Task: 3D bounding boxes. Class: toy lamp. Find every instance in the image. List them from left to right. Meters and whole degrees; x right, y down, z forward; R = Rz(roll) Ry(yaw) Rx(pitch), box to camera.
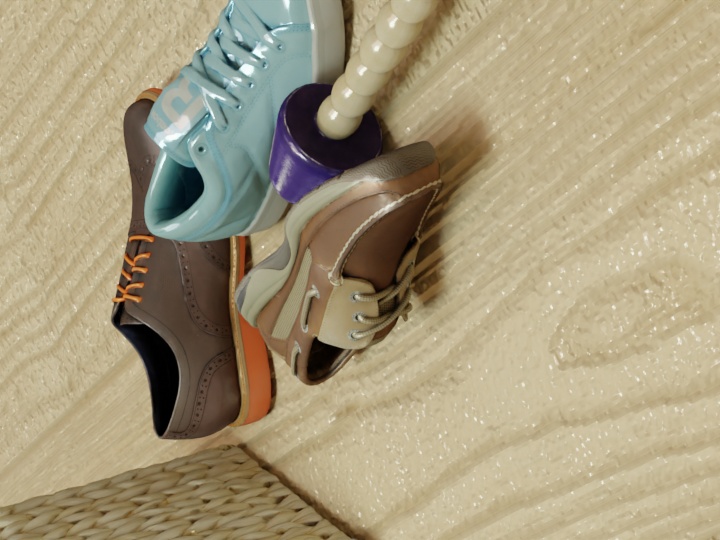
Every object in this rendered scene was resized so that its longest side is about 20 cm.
[{"bbox_3d":[0.007,-0.098,0.967,0.059,0.058,0.200,61,143,17],"label":"toy lamp"}]

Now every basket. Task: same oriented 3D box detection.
[{"bbox_3d":[-0.112,0.228,1.169,0.161,0.198,0.200,40,135,47],"label":"basket"}]

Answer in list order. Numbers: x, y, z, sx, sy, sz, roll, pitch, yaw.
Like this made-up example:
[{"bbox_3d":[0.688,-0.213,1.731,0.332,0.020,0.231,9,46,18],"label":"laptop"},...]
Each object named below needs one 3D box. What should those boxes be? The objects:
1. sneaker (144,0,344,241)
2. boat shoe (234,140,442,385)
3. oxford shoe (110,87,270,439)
[{"bbox_3d":[-0.066,-0.088,1.052,0.074,0.081,0.201,46,137,32],"label":"sneaker"},{"bbox_3d":[0.000,0.000,1.013,0.072,0.075,0.200,60,154,11],"label":"boat shoe"},{"bbox_3d":[-0.108,-0.002,1.161,0.071,0.072,0.202,-9,96,57],"label":"oxford shoe"}]
